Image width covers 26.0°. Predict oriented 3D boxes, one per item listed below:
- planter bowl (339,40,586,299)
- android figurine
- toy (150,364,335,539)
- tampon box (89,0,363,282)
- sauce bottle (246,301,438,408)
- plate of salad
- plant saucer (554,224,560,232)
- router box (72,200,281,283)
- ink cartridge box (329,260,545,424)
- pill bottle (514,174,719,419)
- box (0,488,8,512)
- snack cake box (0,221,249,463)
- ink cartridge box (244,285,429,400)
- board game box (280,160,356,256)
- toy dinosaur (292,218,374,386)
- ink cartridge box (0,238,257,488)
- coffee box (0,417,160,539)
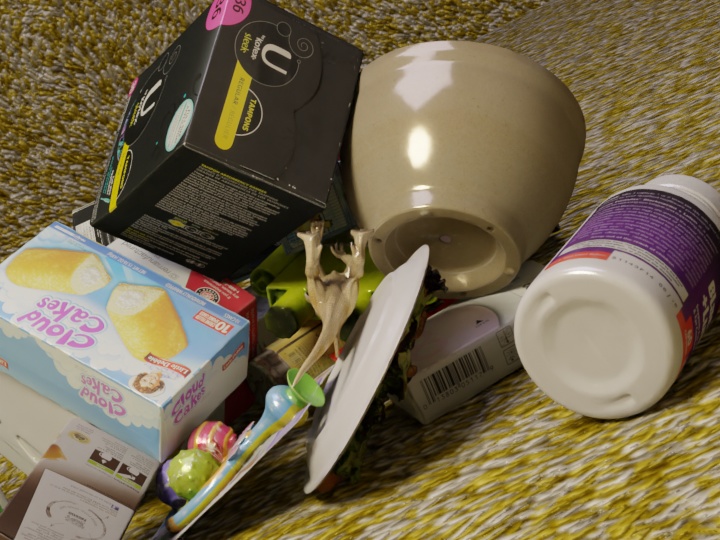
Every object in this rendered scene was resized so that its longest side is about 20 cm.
[{"bbox_3d":[0.073,-0.063,1.232,0.200,0.200,0.135,-18,46,35],"label":"planter bowl"},{"bbox_3d":[0.000,0.000,1.362,0.182,0.041,0.200,2,28,28],"label":"android figurine"},{"bbox_3d":[-0.109,0.139,1.165,0.200,0.047,0.115,-40,6,21],"label":"toy"},{"bbox_3d":[-0.111,-0.105,1.261,0.200,0.126,0.150,-31,41,55],"label":"tampon box"},{"bbox_3d":[-0.009,0.057,1.397,0.200,0.065,0.065,-32,13,-26],"label":"sauce bottle"},{"bbox_3d":[0.012,0.075,1.136,0.200,0.048,0.200,-63,5,9],"label":"plate of salad"},{"bbox_3d":[0.092,-0.058,1.498,0.200,0.032,0.200,5,-5,0],"label":"plant saucer"},{"bbox_3d":[-0.151,-0.039,1.495,0.150,0.062,0.200,-22,-20,30],"label":"router box"},{"bbox_3d":[0.068,0.041,1.271,0.162,0.057,0.200,-30,27,-15],"label":"ink cartridge box"},{"bbox_3d":[0.191,0.008,1.069,0.111,0.112,0.200,-18,15,35],"label":"pill bottle"},{"bbox_3d":[-0.444,0.225,1.341,0.200,0.171,0.199,-20,13,27],"label":"box"},{"bbox_3d":[-0.200,0.053,1.231,0.200,0.067,0.115,26,45,20],"label":"snack cake box"},{"bbox_3d":[-0.046,0.040,1.497,0.200,0.084,0.146,-32,14,-25],"label":"ink cartridge box"},{"bbox_3d":[-0.001,-0.090,1.418,0.200,0.062,0.200,-12,23,23],"label":"board game box"},{"bbox_3d":[-0.019,0.020,1.175,0.058,0.101,0.200,1,13,0],"label":"toy dinosaur"},{"bbox_3d":[-0.209,0.089,1.348,0.145,0.145,0.200,32,51,24],"label":"ink cartridge box"},{"bbox_3d":[-0.218,0.199,1.095,0.114,0.080,0.200,-60,4,15],"label":"coffee box"}]
